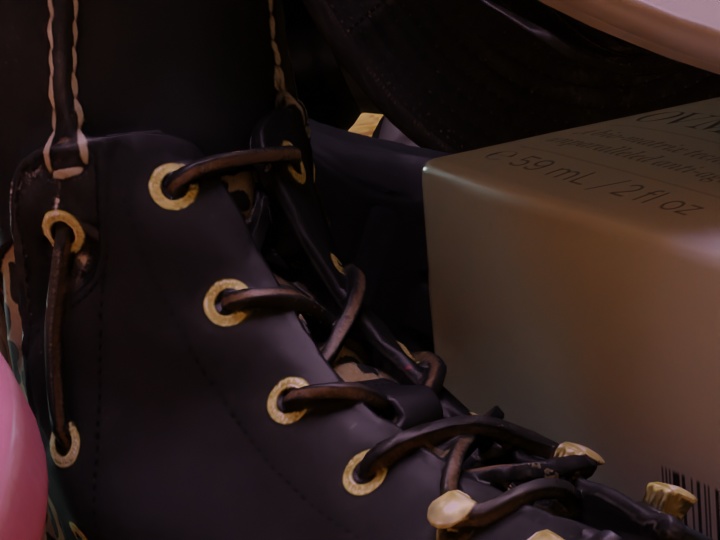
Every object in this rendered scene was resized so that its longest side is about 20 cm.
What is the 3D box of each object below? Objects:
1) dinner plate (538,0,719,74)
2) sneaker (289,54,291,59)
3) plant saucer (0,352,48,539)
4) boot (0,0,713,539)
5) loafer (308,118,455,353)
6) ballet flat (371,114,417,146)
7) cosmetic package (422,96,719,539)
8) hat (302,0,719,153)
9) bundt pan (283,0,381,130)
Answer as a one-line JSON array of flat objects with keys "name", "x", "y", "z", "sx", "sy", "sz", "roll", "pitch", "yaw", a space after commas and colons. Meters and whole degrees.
[{"name": "dinner plate", "x": 0.060, "y": -0.075, "z": 0.543, "sx": 0.199, "sy": 0.024, "sz": 0.200, "roll": 18, "pitch": 27, "yaw": -9}, {"name": "sneaker", "x": -0.070, "y": -0.033, "z": 0.756, "sx": 0.108, "sy": 0.070, "sz": 0.200, "roll": -7, "pitch": -29, "yaw": 2}, {"name": "plant saucer", "x": -0.137, "y": 0.080, "z": 0.477, "sx": 0.199, "sy": 0.051, "sz": 0.201, "roll": -20, "pitch": 28, "yaw": 11}, {"name": "boot", "x": -0.001, "y": 0.014, "z": 0.488, "sx": 0.073, "sy": 0.205, "sz": 0.153, "roll": -13, "pitch": 20, "yaw": -40}, {"name": "loafer", "x": 0.000, "y": 0.000, "z": 0.678, "sx": 0.200, "sy": 0.068, "sz": 0.070, "roll": 21, "pitch": -3, "yaw": -15}, {"name": "ballet flat", "x": 0.053, "y": -0.069, "z": 0.789, "sx": 0.200, "sy": 0.069, "sz": 0.068, "roll": -46, "pitch": 28, "yaw": -16}, {"name": "cosmetic package", "x": 0.147, "y": 0.033, "z": 0.512, "sx": 0.199, "sy": 0.124, "sz": 0.199, "roll": -12, "pitch": 17, "yaw": -28}, {"name": "hat", "x": 0.070, "y": -0.106, "z": 0.675, "sx": 0.199, "sy": 0.202, "sz": 0.081, "roll": -11, "pitch": 14, "yaw": -18}, {"name": "bundt pan", "x": -0.026, "y": -0.099, "z": 0.825, "sx": 0.201, "sy": 0.202, "sz": 0.076, "roll": -12, "pitch": 59, "yaw": -21}]
